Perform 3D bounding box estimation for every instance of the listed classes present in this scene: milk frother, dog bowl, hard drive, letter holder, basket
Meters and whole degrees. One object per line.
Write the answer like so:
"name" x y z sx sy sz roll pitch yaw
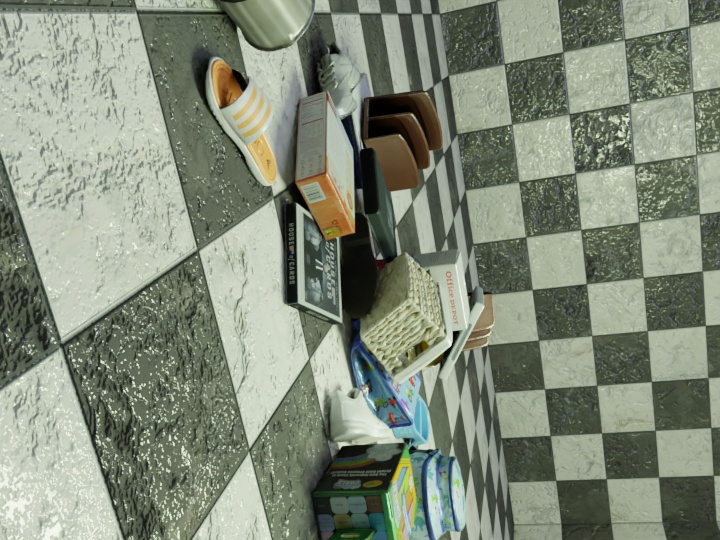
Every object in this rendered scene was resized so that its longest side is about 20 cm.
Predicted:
"milk frother" -0.104 -0.408 0.864 0.188 0.194 0.186 34 47 -69
"dog bowl" 0.115 0.334 1.603 0.201 0.048 0.114 56 32 -57
"hard drive" 0.037 -0.123 1.378 0.201 0.032 0.143 64 19 -62
"letter holder" 0.096 -0.263 1.458 0.201 0.138 0.103 57 32 -61
"letter holder" 0.226 0.135 1.744 0.101 0.194 0.147 -171 -104 -88
"basket" 0.078 0.080 1.300 0.123 0.135 0.201 44 20 -18

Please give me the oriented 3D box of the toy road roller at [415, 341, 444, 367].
"toy road roller" 0.169 0.109 1.624 0.123 0.142 0.206 -179 -101 -72

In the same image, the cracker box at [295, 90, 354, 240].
"cracker box" -0.055 -0.172 1.150 0.135 0.056 0.204 63 20 -47

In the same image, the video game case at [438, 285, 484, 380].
"video game case" 0.227 0.136 1.583 0.185 0.023 0.200 -64 176 12

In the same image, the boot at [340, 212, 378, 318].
"boot" 0.000 0.000 1.307 0.076 0.071 0.205 73 15 -62

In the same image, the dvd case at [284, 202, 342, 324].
"dvd case" -0.072 -0.004 1.125 0.200 0.024 0.155 34 51 -68

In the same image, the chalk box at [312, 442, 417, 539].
"chalk box" 0.007 0.369 1.084 0.200 0.121 0.128 -43 124 -69

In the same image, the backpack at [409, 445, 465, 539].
"backpack" 0.142 0.471 1.474 0.199 0.143 0.189 10 72 -70

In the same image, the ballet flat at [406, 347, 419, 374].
"ballet flat" 0.085 0.157 1.557 0.071 0.069 0.206 -35 116 -71

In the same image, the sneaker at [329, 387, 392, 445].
"sneaker" 0.000 0.249 1.214 0.200 0.073 0.091 44 30 -64

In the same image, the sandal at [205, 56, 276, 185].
"sandal" -0.135 -0.195 0.917 0.208 0.057 0.081 61 27 -53

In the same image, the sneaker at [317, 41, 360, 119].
"sneaker" -0.051 -0.335 1.275 0.088 0.073 0.203 54 24 -37

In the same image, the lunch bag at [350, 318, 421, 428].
"lunch bag" 0.031 0.180 1.343 0.204 0.092 0.151 64 20 -17

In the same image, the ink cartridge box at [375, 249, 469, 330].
"ink cartridge box" 0.116 0.049 1.447 0.086 0.194 0.152 -58 137 -65

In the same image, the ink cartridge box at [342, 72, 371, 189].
"ink cartridge box" -0.003 -0.278 1.442 0.201 0.046 0.203 -63 146 -60
